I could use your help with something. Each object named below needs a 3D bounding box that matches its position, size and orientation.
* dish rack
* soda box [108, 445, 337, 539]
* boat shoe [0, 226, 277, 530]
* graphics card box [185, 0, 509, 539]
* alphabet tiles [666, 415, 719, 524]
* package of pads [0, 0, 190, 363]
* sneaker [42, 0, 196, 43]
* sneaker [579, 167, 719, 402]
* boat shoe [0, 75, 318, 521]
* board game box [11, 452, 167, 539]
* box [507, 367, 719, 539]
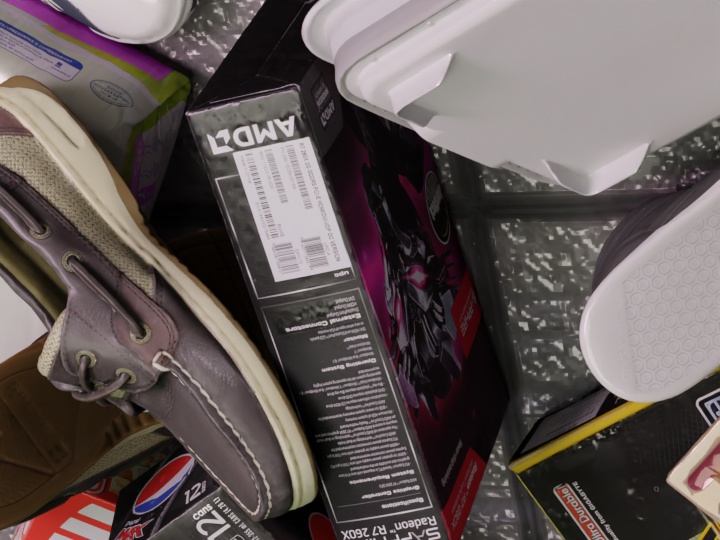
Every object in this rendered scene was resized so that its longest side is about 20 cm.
[{"bbox_3d":[0.098,-0.088,0.923,0.200,0.171,0.044,-28,60,33],"label":"dish rack"},{"bbox_3d":[-0.013,0.154,1.081,0.071,0.063,0.200,-36,110,19],"label":"soda box"},{"bbox_3d":[-0.103,0.044,1.071,0.073,0.200,0.065,61,151,1],"label":"boat shoe"},{"bbox_3d":[0.000,0.000,1.025,0.051,0.126,0.201,-12,111,20],"label":"graphics card box"},{"bbox_3d":[0.214,0.098,0.923,0.200,0.008,0.167,38,109,-4],"label":"alphabet tiles"},{"bbox_3d":[-0.166,-0.025,1.119,0.154,0.068,0.201,29,125,8],"label":"package of pads"},{"bbox_3d":[-0.160,-0.144,1.014,0.199,0.130,0.079,48,125,-7],"label":"sneaker"},{"bbox_3d":[0.161,-0.028,0.982,0.200,0.099,0.071,-35,97,2],"label":"sneaker"},{"bbox_3d":[-0.096,0.020,1.003,0.201,0.066,0.072,52,156,9],"label":"boat shoe"},{"bbox_3d":[-0.065,0.164,1.162,0.199,0.046,0.152,22,124,-8],"label":"board game box"},{"bbox_3d":[0.181,0.114,1.059,0.159,0.049,0.200,-30,102,31],"label":"box"}]
